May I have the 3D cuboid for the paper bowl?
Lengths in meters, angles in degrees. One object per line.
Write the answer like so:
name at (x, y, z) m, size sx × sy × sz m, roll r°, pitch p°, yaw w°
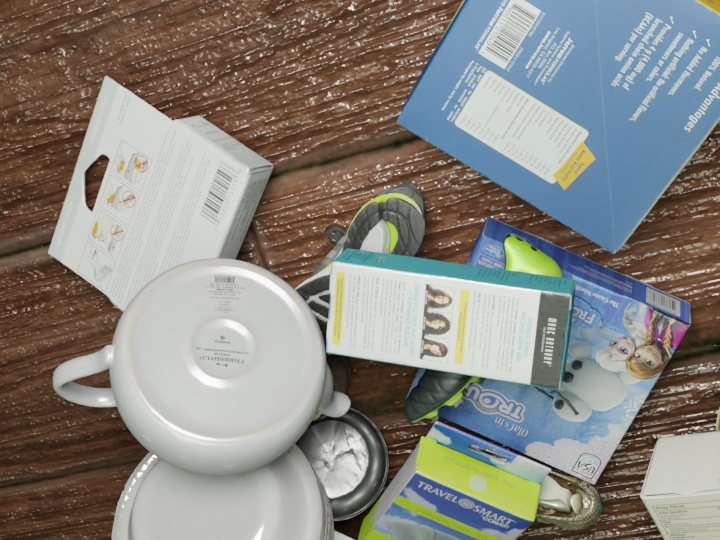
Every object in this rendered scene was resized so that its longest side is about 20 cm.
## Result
paper bowl at (-0.129, 0.232, 1.096) m, size 0.199 × 0.202 × 0.105 m, roll 2°, pitch 153°, yaw 13°

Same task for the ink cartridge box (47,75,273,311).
ink cartridge box at (-0.190, -0.054, 1.110) m, size 0.173 × 0.043 × 0.201 m, roll 34°, pitch 117°, yaw 19°

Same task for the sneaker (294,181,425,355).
sneaker at (0.000, 0.000, 1.078) m, size 0.074 × 0.081 × 0.200 m, roll 41°, pitch 121°, yaw -2°

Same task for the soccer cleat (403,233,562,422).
soccer cleat at (0.094, 0.052, 1.051) m, size 0.081 × 0.068 × 0.200 m, roll 42°, pitch 114°, yaw 2°

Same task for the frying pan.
frying pan at (-0.065, 0.178, 1.185) m, size 0.188 × 0.116 × 0.031 m, roll 15°, pitch 162°, yaw 4°

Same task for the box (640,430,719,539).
box at (0.343, 0.247, 1.104) m, size 0.094 × 0.078 × 0.201 m, roll -11°, pitch 121°, yaw 35°

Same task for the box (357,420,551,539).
box at (0.083, 0.228, 1.127) m, size 0.121 × 0.048 × 0.200 m, roll 22°, pitch 139°, yaw -5°

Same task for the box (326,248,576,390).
box at (0.074, 0.038, 0.991) m, size 0.198 × 0.049 × 0.083 m, roll 8°, pitch 108°, yaw 13°

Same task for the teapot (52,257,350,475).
teapot at (-0.131, 0.096, 1.043) m, size 0.200 × 0.197 × 0.146 m, roll 43°, pitch 152°, yaw 8°

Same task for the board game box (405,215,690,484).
board game box at (0.168, 0.077, 1.102) m, size 0.199 × 0.043 × 0.200 m, roll 23°, pitch 122°, yaw 2°

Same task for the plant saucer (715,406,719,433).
plant saucer at (0.423, 0.138, 1.079) m, size 0.198 × 0.031 × 0.201 m, roll 7°, pitch 121°, yaw 11°

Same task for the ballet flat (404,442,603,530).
ballet flat at (0.135, 0.201, 1.153) m, size 0.198 × 0.068 × 0.075 m, roll 12°, pitch 165°, yaw 14°

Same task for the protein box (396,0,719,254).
protein box at (0.169, -0.162, 0.915) m, size 0.199 × 0.135 × 0.199 m, roll 30°, pitch 121°, yaw -3°

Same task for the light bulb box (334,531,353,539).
light bulb box at (-0.096, 0.352, 1.204) m, size 0.197 × 0.201 × 0.125 m, roll 25°, pitch 150°, yaw -1°

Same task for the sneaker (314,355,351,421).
sneaker at (-0.093, 0.064, 1.142) m, size 0.199 × 0.076 × 0.071 m, roll 36°, pitch 121°, yaw -8°
